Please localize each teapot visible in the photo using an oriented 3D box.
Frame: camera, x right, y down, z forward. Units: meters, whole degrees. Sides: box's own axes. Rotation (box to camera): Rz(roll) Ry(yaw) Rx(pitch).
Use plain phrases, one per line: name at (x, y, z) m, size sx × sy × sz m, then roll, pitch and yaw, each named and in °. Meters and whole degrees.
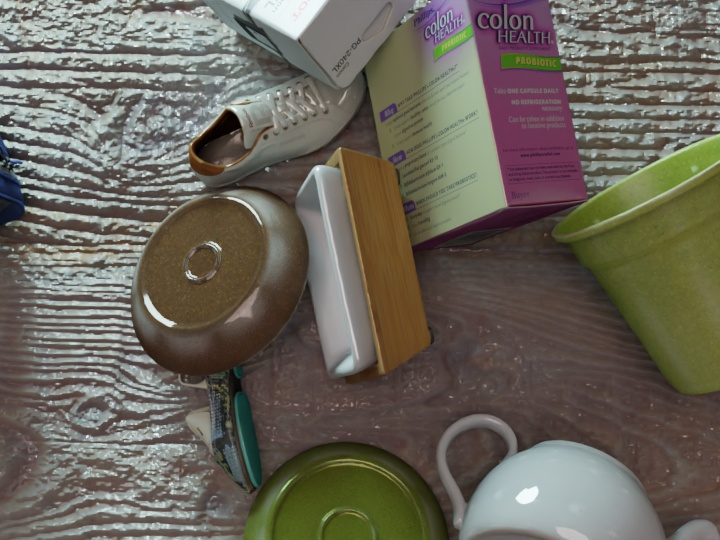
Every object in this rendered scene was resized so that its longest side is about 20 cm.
teapot at (0.187, 0.223, 0.880) m, size 0.201 × 0.196 × 0.147 m, roll 52°, pitch 48°, yaw -23°

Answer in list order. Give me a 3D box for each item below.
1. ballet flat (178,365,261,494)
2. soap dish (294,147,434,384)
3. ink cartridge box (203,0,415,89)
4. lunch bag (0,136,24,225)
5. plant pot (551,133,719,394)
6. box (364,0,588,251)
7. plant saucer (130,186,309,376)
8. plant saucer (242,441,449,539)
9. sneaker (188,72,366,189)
ballet flat at (-0.142, 0.120, 0.953) m, size 0.073 × 0.074 × 0.204 m, roll -11°, pitch 74°, yaw 3°
soap dish at (0.000, 0.000, 0.915) m, size 0.080 × 0.157 × 0.204 m, roll -9°, pitch 83°, yaw -14°
ink cartridge box at (-0.053, -0.282, 0.933) m, size 0.199 × 0.083 × 0.146 m, roll 36°, pitch 86°, yaw 39°
lunch bag at (-0.429, -0.081, 0.957) m, size 0.197 × 0.136 × 0.134 m, roll -21°, pitch 83°, yaw 0°
plant pot at (0.303, 0.001, 0.883) m, size 0.198 × 0.200 × 0.186 m, roll -29°, pitch 94°, yaw 0°
box at (0.100, -0.136, 0.896) m, size 0.095 × 0.175 × 0.204 m, roll -7°, pitch 82°, yaw -30°
plant saucer at (-0.145, 0.000, 0.935) m, size 0.197 × 0.037 × 0.204 m, roll -10°, pitch 62°, yaw 19°
plant saucer at (-0.012, 0.252, 0.906) m, size 0.196 × 0.031 × 0.203 m, roll 2°, pitch 61°, yaw -3°
sneaker at (-0.081, -0.147, 0.966) m, size 0.198 × 0.085 × 0.073 m, roll -32°, pitch 81°, yaw -1°
